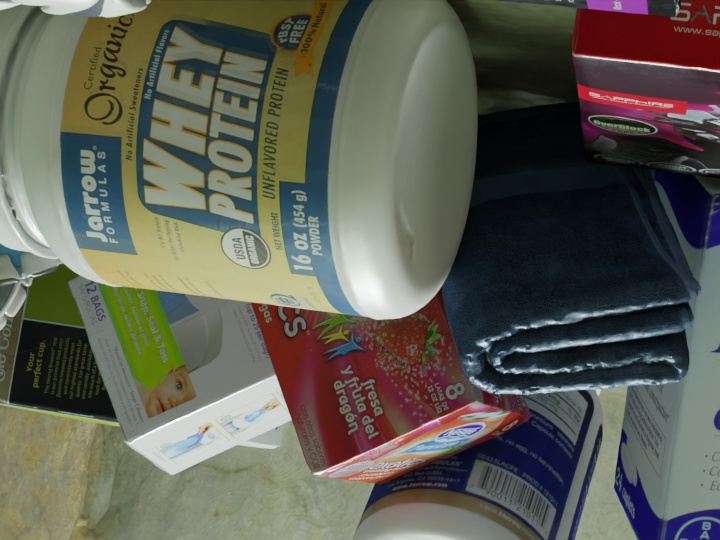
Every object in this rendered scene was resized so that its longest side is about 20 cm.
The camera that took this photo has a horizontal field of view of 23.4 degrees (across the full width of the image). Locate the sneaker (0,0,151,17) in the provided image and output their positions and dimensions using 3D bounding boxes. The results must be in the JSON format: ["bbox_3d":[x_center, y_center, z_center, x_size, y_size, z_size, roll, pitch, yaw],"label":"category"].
[{"bbox_3d":[-0.160,-0.131,0.588,0.129,0.080,0.199,-1,-179,14],"label":"sneaker"}]

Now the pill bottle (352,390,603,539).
[{"bbox_3d":[0.075,0.108,0.990,0.115,0.200,0.116,12,134,13],"label":"pill bottle"}]

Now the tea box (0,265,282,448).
[{"bbox_3d":[-0.149,0.016,1.265,0.196,0.201,0.134,9,174,12],"label":"tea box"}]

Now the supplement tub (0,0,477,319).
[{"bbox_3d":[-0.060,-0.059,0.776,0.199,0.145,0.145,6,172,19],"label":"supplement tub"}]

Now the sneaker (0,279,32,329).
[{"bbox_3d":[-0.207,-0.046,0.952,0.077,0.201,0.091,23,166,23],"label":"sneaker"}]

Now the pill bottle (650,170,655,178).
[{"bbox_3d":[0.154,-0.012,0.971,0.199,0.112,0.111,5,173,-2],"label":"pill bottle"}]

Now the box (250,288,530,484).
[{"bbox_3d":[0.000,0.000,0.896,0.095,0.201,0.100,-25,162,16],"label":"box"}]

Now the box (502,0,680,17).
[{"bbox_3d":[0.006,-0.130,0.576,0.199,0.036,0.143,6,172,12],"label":"box"}]

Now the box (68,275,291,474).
[{"bbox_3d":[-0.057,0.026,1.059,0.199,0.113,0.101,-24,160,1],"label":"box"}]

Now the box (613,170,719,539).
[{"bbox_3d":[0.237,0.048,0.878,0.183,0.201,0.105,3,-163,-3],"label":"box"}]

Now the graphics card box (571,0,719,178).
[{"bbox_3d":[0.154,-0.080,0.724,0.125,0.051,0.200,7,174,9],"label":"graphics card box"}]

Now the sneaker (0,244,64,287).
[{"bbox_3d":[-0.140,-0.073,0.904,0.075,0.087,0.200,-7,-156,35],"label":"sneaker"}]

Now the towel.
[{"bbox_3d":[0.090,-0.020,0.827,0.111,0.049,0.200,-7,-146,1],"label":"towel"}]
